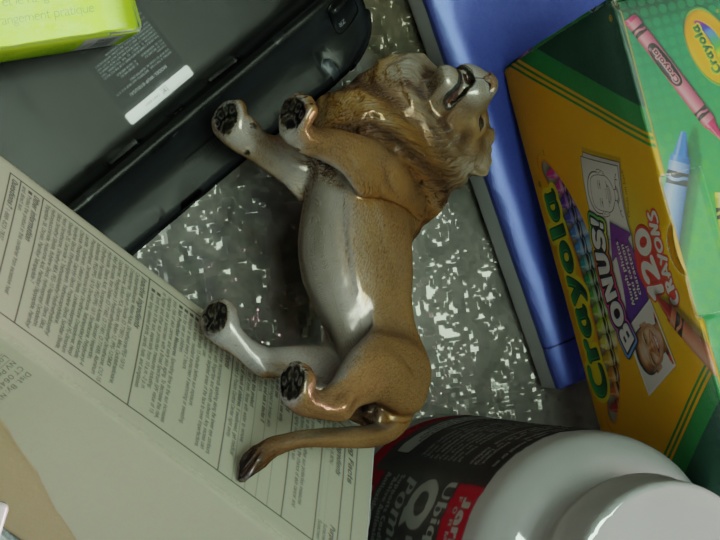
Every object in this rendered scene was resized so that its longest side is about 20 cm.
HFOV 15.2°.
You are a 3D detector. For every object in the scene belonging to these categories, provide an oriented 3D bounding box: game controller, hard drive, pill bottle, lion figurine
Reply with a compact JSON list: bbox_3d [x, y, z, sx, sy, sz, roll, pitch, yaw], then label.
[{"bbox_3d":[-0.089,-0.076,1.080,0.200,0.042,0.104,-41,92,-18],"label":"game controller"},{"bbox_3d":[0.104,-0.067,1.166,0.132,0.025,0.201,-23,100,-22],"label":"hard drive"},{"bbox_3d":[0.073,0.116,1.060,0.110,0.200,0.111,0,90,-23],"label":"pill bottle"},{"bbox_3d":[0.000,0.000,1.060,0.122,0.072,0.201,26,64,-45],"label":"lion figurine"}]

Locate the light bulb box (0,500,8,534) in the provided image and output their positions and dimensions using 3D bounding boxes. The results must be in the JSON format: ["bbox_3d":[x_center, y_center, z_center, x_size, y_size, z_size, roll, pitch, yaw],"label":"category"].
[{"bbox_3d":[-0.225,0.153,0.929,0.124,0.198,0.201,18,82,-19],"label":"light bulb box"}]

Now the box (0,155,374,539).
[{"bbox_3d":[-0.091,0.059,1.025,0.200,0.078,0.095,39,31,-23],"label":"box"}]

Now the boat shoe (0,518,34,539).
[{"bbox_3d":[-0.102,0.153,1.065,0.062,0.072,0.200,-37,110,22],"label":"boat shoe"}]

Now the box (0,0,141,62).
[{"bbox_3d":[-0.161,-0.178,1.022,0.121,0.048,0.201,-10,90,-16],"label":"box"}]

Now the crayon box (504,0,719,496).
[{"bbox_3d":[0.128,-0.006,1.080,0.058,0.119,0.201,-14,85,-19],"label":"crayon box"}]
